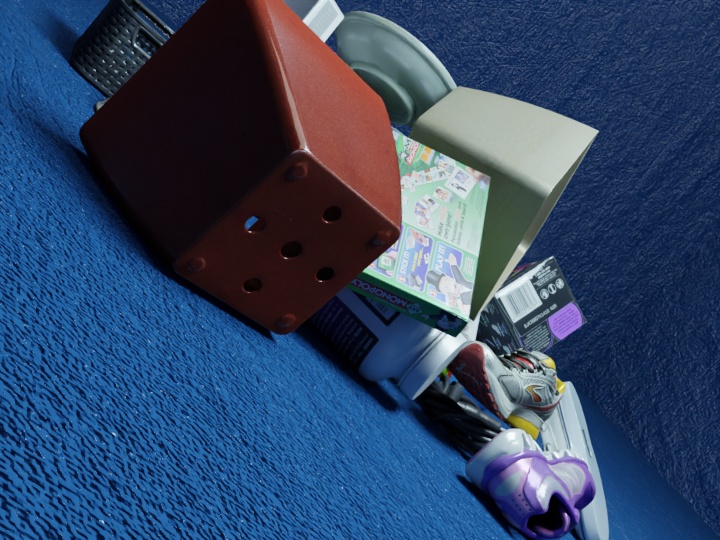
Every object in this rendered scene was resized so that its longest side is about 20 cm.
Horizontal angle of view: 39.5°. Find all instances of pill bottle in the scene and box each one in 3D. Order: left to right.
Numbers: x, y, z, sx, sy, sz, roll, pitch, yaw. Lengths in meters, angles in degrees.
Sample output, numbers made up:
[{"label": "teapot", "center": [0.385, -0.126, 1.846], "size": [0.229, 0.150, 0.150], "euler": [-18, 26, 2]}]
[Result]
[{"label": "pill bottle", "center": [0.004, 0.025, 0.956], "size": [0.200, 0.113, 0.112], "euler": [45, 7, 11]}]

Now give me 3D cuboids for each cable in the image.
[{"label": "cable", "center": [0.134, 0.168, 1.096], "size": [0.163, 0.051, 0.200], "euler": [48, 8, 36]}]

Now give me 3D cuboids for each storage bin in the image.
[{"label": "storage bin", "center": [-0.264, -0.253, 1.209], "size": [0.135, 0.094, 0.200], "euler": [40, 6, -23]}]

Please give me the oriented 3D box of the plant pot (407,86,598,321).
[{"label": "plant pot", "center": [0.137, -0.101, 1.194], "size": [0.176, 0.201, 0.200], "euler": [33, 38, 10]}]

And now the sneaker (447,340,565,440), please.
[{"label": "sneaker", "center": [0.153, 0.108, 1.034], "size": [0.078, 0.082, 0.200], "euler": [41, 2, 34]}]

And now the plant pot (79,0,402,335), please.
[{"label": "plant pot", "center": [-0.077, -0.073, 0.804], "size": [0.199, 0.200, 0.177], "euler": [36, 20, -44]}]

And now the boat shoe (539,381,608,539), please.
[{"label": "boat shoe", "center": [0.232, 0.235, 1.187], "size": [0.075, 0.085, 0.204], "euler": [41, 34, -53]}]

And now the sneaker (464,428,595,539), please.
[{"label": "sneaker", "center": [0.178, 0.219, 0.962], "size": [0.199, 0.081, 0.089], "euler": [27, 23, -51]}]

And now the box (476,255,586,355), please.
[{"label": "box", "center": [0.206, 0.066, 1.434], "size": [0.107, 0.121, 0.200], "euler": [62, -24, -2]}]

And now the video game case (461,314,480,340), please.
[{"label": "video game case", "center": [0.072, -0.008, 1.247], "size": [0.180, 0.022, 0.202], "euler": [24, 50, -8]}]

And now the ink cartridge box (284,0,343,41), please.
[{"label": "ink cartridge box", "center": [-0.135, -0.246, 1.212], "size": [0.175, 0.201, 0.045], "euler": [6, -36, 48]}]

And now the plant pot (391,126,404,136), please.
[{"label": "plant pot", "center": [-0.032, -0.122, 1.370], "size": [0.200, 0.201, 0.134], "euler": [46, 16, 28]}]

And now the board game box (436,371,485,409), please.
[{"label": "board game box", "center": [0.095, 0.092, 1.329], "size": [0.196, 0.056, 0.200], "euler": [45, 7, 22]}]

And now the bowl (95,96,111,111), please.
[{"label": "bowl", "center": [-0.171, -0.142, 1.055], "size": [0.200, 0.094, 0.201], "euler": [41, 7, -6]}]

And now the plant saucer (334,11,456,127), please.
[{"label": "plant saucer", "center": [0.037, -0.240, 1.286], "size": [0.199, 0.050, 0.200], "euler": [35, -14, 10]}]

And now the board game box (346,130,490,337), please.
[{"label": "board game box", "center": [0.049, -0.044, 0.939], "size": [0.133, 0.029, 0.201], "euler": [24, 45, -8]}]

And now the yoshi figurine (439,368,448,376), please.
[{"label": "yoshi figurine", "center": [0.056, 0.010, 1.056], "size": [0.112, 0.111, 0.203], "euler": [-34, 108, -52]}]
